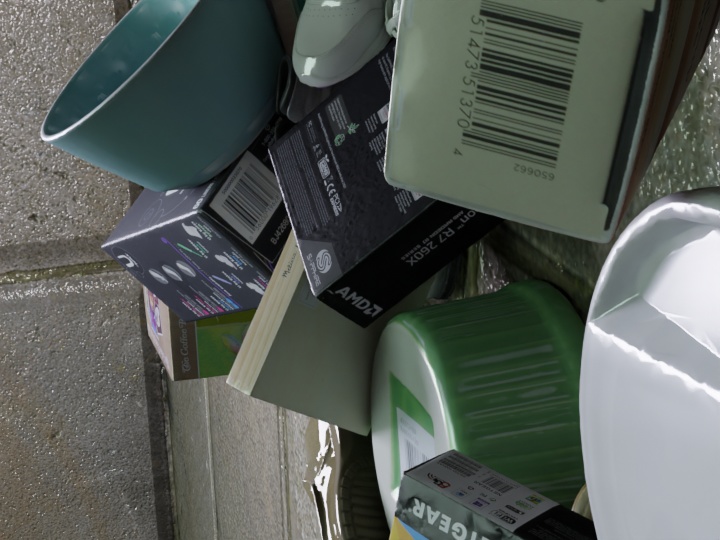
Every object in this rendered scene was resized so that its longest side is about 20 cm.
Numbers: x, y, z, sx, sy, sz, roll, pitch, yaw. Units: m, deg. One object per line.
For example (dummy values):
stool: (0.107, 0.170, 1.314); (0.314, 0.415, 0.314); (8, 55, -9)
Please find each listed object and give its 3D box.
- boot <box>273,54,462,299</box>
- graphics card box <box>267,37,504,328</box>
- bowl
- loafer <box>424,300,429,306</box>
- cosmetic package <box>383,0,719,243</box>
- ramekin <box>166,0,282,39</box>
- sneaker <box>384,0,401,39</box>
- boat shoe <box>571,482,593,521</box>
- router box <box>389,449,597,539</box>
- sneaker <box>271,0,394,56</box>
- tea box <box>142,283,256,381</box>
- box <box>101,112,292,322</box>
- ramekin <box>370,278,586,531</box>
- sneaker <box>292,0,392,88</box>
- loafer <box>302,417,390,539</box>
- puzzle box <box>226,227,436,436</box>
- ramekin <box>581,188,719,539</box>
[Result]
boot: (0.002, -0.065, 0.911); (0.070, 0.130, 0.203); (-132, 33, -64)
graphics card box: (0.045, -0.077, 0.697); (0.199, 0.051, 0.126); (-38, 47, 18)
bowl: (-0.130, -0.136, 0.933); (0.105, 0.201, 0.201); (44, 180, -23)
loafer: (0.022, 0.102, 1.009); (0.063, 0.071, 0.202); (-53, -24, -44)
cosmetic package: (0.087, -0.107, 0.478); (0.200, 0.086, 0.104); (-53, -26, -50)
ramekin: (-0.064, -0.249, 1.002); (0.094, 0.200, 0.205); (-48, -34, -54)
sneaker: (0.054, -0.142, 0.802); (0.076, 0.079, 0.203); (-158, 61, -71)
boat shoe: (0.147, 0.209, 0.659); (0.062, 0.073, 0.204); (-5, 87, 30)
router box: (0.097, 0.198, 0.616); (0.198, 0.051, 0.151); (23, 113, 35)
sneaker: (-0.005, -0.157, 0.923); (0.071, 0.079, 0.202); (-46, -57, -52)
tea box: (-0.109, 0.013, 1.245); (0.200, 0.194, 0.136); (-150, 55, -71)
box: (-0.104, -0.043, 1.019); (0.199, 0.106, 0.123); (-13, 39, 57)
ramekin: (0.075, 0.111, 0.791); (0.200, 0.096, 0.203); (173, 90, -75)
sneaker: (-0.009, -0.216, 0.825); (0.074, 0.099, 0.202); (6, 69, 40)
loafer: (0.000, 0.158, 0.908); (0.201, 0.075, 0.068); (-97, 28, -49)
puzzle box: (0.000, 0.000, 0.829); (0.025, 0.133, 0.202); (21, 86, 39)
ramekin: (0.161, 0.070, 0.442); (0.202, 0.093, 0.206); (173, 90, -75)
